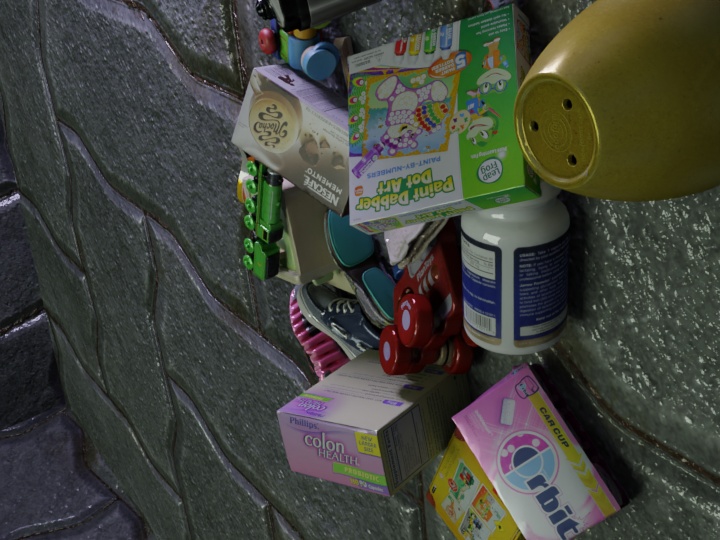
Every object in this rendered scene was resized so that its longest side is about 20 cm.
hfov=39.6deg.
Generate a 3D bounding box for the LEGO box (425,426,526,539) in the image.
[{"bbox_3d":[0.178,0.293,1.325,0.149,0.077,0.200,50,147,27],"label":"LEGO box"}]

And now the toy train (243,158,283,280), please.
[{"bbox_3d":[-0.134,-0.073,1.412,0.056,0.042,0.200,36,135,32],"label":"toy train"}]

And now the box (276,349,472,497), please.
[{"bbox_3d":[0.024,0.198,1.349,0.176,0.200,0.097,4,113,40],"label":"box"}]

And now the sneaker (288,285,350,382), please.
[{"bbox_3d":[-0.072,0.116,1.643,0.200,0.079,0.095,70,163,-3],"label":"sneaker"}]

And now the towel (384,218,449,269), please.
[{"bbox_3d":[0.072,-0.103,1.197,0.200,0.034,0.133,124,143,-48],"label":"towel"}]

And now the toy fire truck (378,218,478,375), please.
[{"bbox_3d":[0.087,0.039,1.288,0.200,0.112,0.168,119,147,-55],"label":"toy fire truck"}]

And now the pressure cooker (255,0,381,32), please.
[{"bbox_3d":[-0.055,-0.354,1.080,0.176,0.200,0.179,73,174,-57],"label":"pressure cooker"}]

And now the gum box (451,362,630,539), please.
[{"bbox_3d":[0.206,0.215,1.170,0.113,0.066,0.200,-37,73,18],"label":"gum box"}]

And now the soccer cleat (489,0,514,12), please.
[{"bbox_3d":[0.097,-0.346,1.016,0.200,0.067,0.076,52,154,21],"label":"soccer cleat"}]

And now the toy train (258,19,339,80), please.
[{"bbox_3d":[-0.073,-0.348,1.266,0.116,0.085,0.200,50,148,44],"label":"toy train"}]

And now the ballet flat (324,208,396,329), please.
[{"bbox_3d":[0.000,0.000,1.428,0.200,0.072,0.072,60,151,13],"label":"ballet flat"}]

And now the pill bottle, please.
[{"bbox_3d":[0.166,-0.020,1.076,0.116,0.116,0.200,33,136,47],"label":"pill bottle"}]

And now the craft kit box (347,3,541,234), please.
[{"bbox_3d":[0.080,-0.151,1.025,0.200,0.049,0.198,-12,73,31],"label":"craft kit box"}]

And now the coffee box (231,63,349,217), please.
[{"bbox_3d":[-0.059,-0.172,1.307,0.200,0.080,0.113,36,122,21],"label":"coffee box"}]

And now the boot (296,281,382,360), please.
[{"bbox_3d":[-0.016,0.065,1.514,0.200,0.073,0.090,43,138,24],"label":"boot"}]

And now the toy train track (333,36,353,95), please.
[{"bbox_3d":[-0.013,-0.208,1.334,0.115,0.033,0.200,18,125,55],"label":"toy train track"}]

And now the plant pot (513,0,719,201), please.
[{"bbox_3d":[0.219,-0.141,0.869,0.200,0.142,0.200,38,140,41],"label":"plant pot"}]

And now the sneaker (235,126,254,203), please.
[{"bbox_3d":[-0.142,-0.168,1.564,0.090,0.070,0.200,34,140,23],"label":"sneaker"}]

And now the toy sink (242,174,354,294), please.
[{"bbox_3d":[-0.087,-0.050,1.494,0.130,0.112,0.200,22,129,53],"label":"toy sink"}]
